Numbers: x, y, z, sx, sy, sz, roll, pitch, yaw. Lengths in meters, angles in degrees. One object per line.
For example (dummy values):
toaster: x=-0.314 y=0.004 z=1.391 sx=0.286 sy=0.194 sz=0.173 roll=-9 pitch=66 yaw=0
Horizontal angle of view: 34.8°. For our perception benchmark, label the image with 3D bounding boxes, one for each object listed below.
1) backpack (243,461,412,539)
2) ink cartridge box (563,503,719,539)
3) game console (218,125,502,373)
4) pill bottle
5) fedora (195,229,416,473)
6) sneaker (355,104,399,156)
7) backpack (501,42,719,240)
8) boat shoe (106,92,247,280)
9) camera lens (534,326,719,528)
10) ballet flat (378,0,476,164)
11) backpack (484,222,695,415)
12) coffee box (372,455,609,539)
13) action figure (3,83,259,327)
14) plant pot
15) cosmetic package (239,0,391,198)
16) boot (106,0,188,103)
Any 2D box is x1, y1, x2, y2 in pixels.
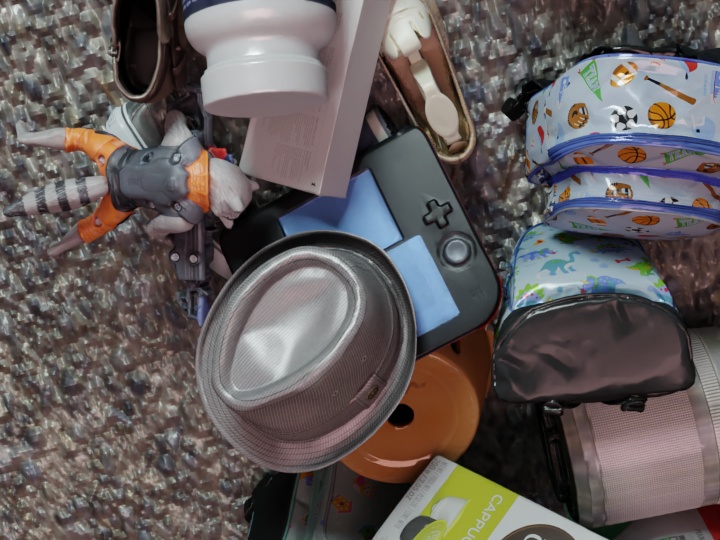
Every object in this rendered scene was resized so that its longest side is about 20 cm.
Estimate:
backpack: x=-0.004 y=0.280 z=1.102 sx=0.153 sy=0.176 sz=0.200 roll=-37 pitch=114 yaw=26
ink cartridge box: x=0.301 y=0.232 z=1.098 sx=0.199 sy=0.161 sz=0.050 roll=-35 pitch=108 yaw=11
game console: x=0.000 y=0.000 z=0.945 sx=0.199 sy=0.031 sz=0.178 roll=-28 pitch=81 yaw=7
pill bottle: x=-0.077 y=-0.221 z=0.856 sx=0.115 sy=0.116 sz=0.202 roll=-4 pitch=86 yaw=0
fedora: x=-0.052 y=0.057 z=0.889 sx=0.200 sy=0.090 sz=0.177 roll=-42 pitch=73 yaw=4
sneaker: x=0.028 y=-0.036 z=0.996 sx=0.082 sy=0.070 sz=0.201 roll=-26 pitch=82 yaw=12
backpack: x=0.226 y=-0.104 z=0.919 sx=0.198 sy=0.191 sz=0.155 roll=0 pitch=77 yaw=-3
boat shoe: x=-0.134 y=-0.071 z=0.997 sx=0.071 sy=0.072 sz=0.200 roll=-34 pitch=109 yaw=17
camera lens: x=0.268 y=0.142 z=1.058 sx=0.198 sy=0.160 sz=0.161 roll=-12 pitch=114 yaw=4
ballet flat: x=0.049 y=-0.176 z=0.959 sx=0.068 sy=0.067 sz=0.201 roll=-27 pitch=112 yaw=10
backpack: x=0.189 y=0.033 z=0.983 sx=0.162 sy=0.200 sz=0.155 roll=-5 pitch=92 yaw=10
coffee box: x=0.113 y=0.314 z=0.951 sx=0.200 sy=0.197 sz=0.200 roll=-50 pitch=133 yaw=-19
action figure: x=-0.175 y=-0.044 z=0.927 sx=0.192 sy=0.105 sz=0.202 roll=-5 pitch=99 yaw=15
plant pot: x=0.031 y=0.097 z=1.042 sx=0.198 sy=0.140 sz=0.202 roll=0 pitch=115 yaw=-1
cosmetic package: x=-0.032 y=-0.166 z=0.925 sx=0.082 sy=0.051 sz=0.202 roll=18 pitch=98 yaw=29
boot: x=-0.159 y=-0.231 z=0.884 sx=0.070 sy=0.146 sz=0.202 roll=0 pitch=114 yaw=1
